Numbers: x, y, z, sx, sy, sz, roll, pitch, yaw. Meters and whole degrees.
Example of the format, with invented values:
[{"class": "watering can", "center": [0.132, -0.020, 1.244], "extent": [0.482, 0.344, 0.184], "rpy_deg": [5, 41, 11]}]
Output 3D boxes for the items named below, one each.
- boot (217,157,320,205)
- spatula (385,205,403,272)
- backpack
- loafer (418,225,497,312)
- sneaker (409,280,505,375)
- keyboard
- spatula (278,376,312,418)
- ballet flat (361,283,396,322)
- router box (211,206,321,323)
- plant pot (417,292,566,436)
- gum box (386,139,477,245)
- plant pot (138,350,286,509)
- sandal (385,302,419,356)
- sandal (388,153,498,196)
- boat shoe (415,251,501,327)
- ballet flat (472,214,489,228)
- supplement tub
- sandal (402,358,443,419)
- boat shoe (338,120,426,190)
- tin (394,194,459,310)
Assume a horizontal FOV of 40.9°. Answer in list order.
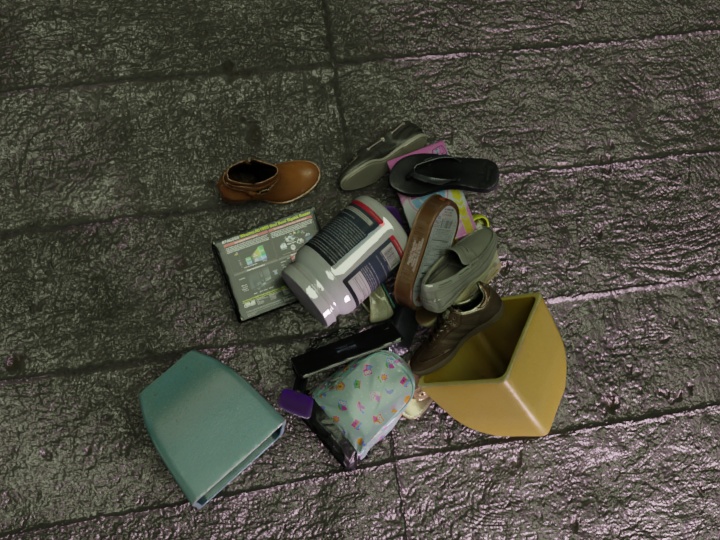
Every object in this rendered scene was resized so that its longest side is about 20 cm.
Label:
[{"class": "boot", "center": [-0.156, -0.170, 1.707], "extent": [0.197, 0.155, 0.078], "rpy_deg": [-7, 82, -13]}, {"class": "spatula", "center": [0.070, -0.023, 1.799], "extent": [0.056, 0.021, 0.203], "rpy_deg": [-17, 87, -1]}, {"class": "backpack", "center": [0.007, 0.232, 1.689], "extent": [0.199, 0.127, 0.167], "rpy_deg": [-40, 91, -11]}, {"class": "loafer", "center": [0.169, -0.013, 1.645], "extent": [0.069, 0.070, 0.200], "rpy_deg": [19, 53, 34]}, {"class": "sneaker", "center": [0.153, 0.095, 1.667], "extent": [0.199, 0.071, 0.076], "rpy_deg": [-39, 117, 1]}, {"class": "keyboard", "center": [-0.029, 0.134, 1.703], "extent": [0.197, 0.127, 0.021], "rpy_deg": [-19, 115, -8]}, {"class": "spatula", "center": [-0.105, 0.206, 1.634], "extent": [0.056, 0.200, 0.021], "rpy_deg": [20, 97, -3]}, {"class": "ballet flat", "center": [0.000, 0.000, 1.761], "extent": [0.062, 0.067, 0.202], "rpy_deg": [-25, 86, -1]}, {"class": "router box", "center": [-0.151, -0.009, 1.730], "extent": [0.197, 0.062, 0.152], "rpy_deg": [-19, 86, -14]}, {"class": "plant pot", "center": [0.256, 0.188, 1.701], "extent": [0.201, 0.192, 0.197], "rpy_deg": [51, 51, -27]}, {"class": "gum box", "center": [0.131, -0.131, 1.772], "extent": [0.112, 0.066, 0.203], "rpy_deg": [-20, 70, 3]}, {"class": "plant pot", "center": [-0.261, 0.251, 1.607], "extent": [0.195, 0.197, 0.200], "rpy_deg": [-41, 82, -15]}, {"class": "sandal", "center": [0.090, 0.058, 1.752], "extent": [0.076, 0.043, 0.202], "rpy_deg": [23, 99, -41]}, {"class": "sandal", "center": [0.146, -0.177, 1.716], "extent": [0.197, 0.043, 0.077], "rpy_deg": [-2, 73, 10]}, {"class": "boat shoe", "center": [0.181, 0.037, 1.733], "extent": [0.200, 0.072, 0.065], "rpy_deg": [-46, 129, -17]}, {"class": "ballet flat", "center": [0.180, -0.023, 1.799], "extent": [0.066, 0.067, 0.201], "rpy_deg": [35, 76, -8]}, {"class": "supplement tub", "center": [-0.023, -0.017, 1.651], "extent": [0.200, 0.140, 0.141], "rpy_deg": [-41, 91, -12]}, {"class": "sandal", "center": [0.133, 0.170, 1.756], "extent": [0.077, 0.070, 0.213], "rpy_deg": [33, 76, -5]}, {"class": "boat shoe", "center": [0.032, -0.216, 1.808], "extent": [0.198, 0.067, 0.057], "rpy_deg": [-31, 62, -19]}, {"class": "tin", "center": [0.115, -0.029, 1.654], "extent": [0.042, 0.111, 0.203], "rpy_deg": [23, 101, 33]}]
